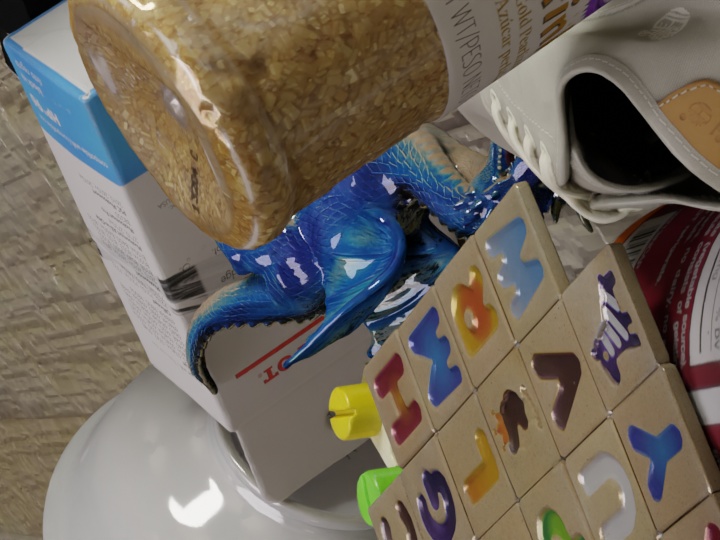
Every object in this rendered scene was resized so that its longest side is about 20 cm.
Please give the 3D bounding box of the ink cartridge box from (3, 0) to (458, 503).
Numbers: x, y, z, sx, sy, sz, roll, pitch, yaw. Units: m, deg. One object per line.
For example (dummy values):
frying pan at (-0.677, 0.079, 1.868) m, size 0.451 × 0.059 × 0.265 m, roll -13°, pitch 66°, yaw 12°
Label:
ink cartridge box at (-0.037, -0.025, 1.006) m, size 0.068 × 0.116 × 0.200 m, roll 35°, pitch 153°, yaw 48°

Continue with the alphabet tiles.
alphabet tiles at (0.049, 0.077, 0.730) m, size 0.167 × 0.006 × 0.200 m, roll 69°, pitch 156°, yaw 17°

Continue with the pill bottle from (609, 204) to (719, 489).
pill bottle at (0.132, 0.022, 0.663) m, size 0.113 × 0.113 × 0.200 m, roll 56°, pitch 162°, yaw -4°

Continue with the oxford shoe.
oxford shoe at (0.060, -0.040, 0.670) m, size 0.075 × 0.058 × 0.200 m, roll 33°, pitch 171°, yaw -15°

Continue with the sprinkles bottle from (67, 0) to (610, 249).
sprinkles bottle at (0.036, -0.084, 0.577) m, size 0.068 × 0.200 × 0.068 m, roll 48°, pitch 161°, yaw 22°

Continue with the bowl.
bowl at (-0.021, 0.089, 1.094) m, size 0.201 × 0.201 × 0.090 m, roll 47°, pitch 140°, yaw 24°

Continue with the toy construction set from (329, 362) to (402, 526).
toy construction set at (0.063, 0.092, 0.815) m, size 0.200 × 0.092 × 0.131 m, roll 60°, pitch 149°, yaw 16°

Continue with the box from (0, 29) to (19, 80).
box at (-0.091, -0.090, 1.141) m, size 0.200 × 0.049 × 0.160 m, roll 45°, pitch 157°, yaw 30°

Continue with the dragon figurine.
dragon figurine at (0.000, 0.000, 0.900) m, size 0.200 × 0.059 × 0.099 m, roll -50°, pitch 55°, yaw 28°

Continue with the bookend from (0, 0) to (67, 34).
bookend at (-0.158, -0.152, 0.954) m, size 0.092 × 0.199 × 0.200 m, roll 36°, pitch 155°, yaw 41°
